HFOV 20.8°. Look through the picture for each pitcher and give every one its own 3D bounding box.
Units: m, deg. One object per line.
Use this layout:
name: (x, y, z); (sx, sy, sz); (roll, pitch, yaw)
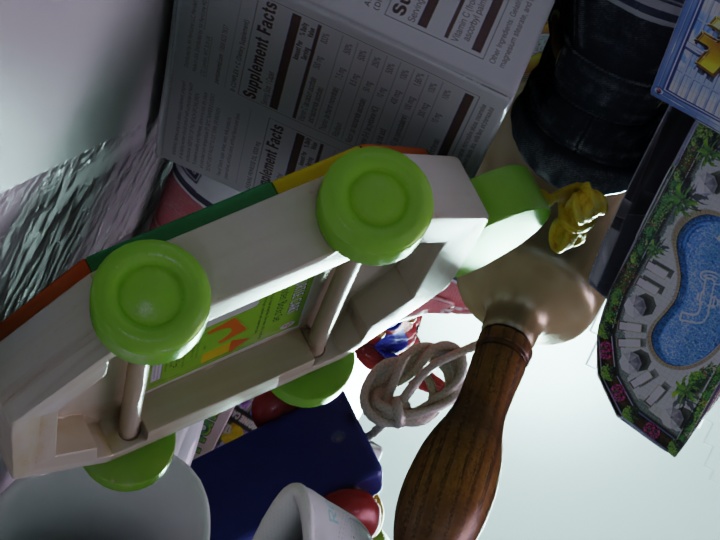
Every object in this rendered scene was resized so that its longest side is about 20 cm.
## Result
pitcher: (-0.102, 0.150, 0.757); (0.172, 0.121, 0.201); (-58, 164, -56)

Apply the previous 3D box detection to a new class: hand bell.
hand bell: (0.049, 0.035, 0.721); (0.104, 0.104, 0.201); (115, 1, -54)

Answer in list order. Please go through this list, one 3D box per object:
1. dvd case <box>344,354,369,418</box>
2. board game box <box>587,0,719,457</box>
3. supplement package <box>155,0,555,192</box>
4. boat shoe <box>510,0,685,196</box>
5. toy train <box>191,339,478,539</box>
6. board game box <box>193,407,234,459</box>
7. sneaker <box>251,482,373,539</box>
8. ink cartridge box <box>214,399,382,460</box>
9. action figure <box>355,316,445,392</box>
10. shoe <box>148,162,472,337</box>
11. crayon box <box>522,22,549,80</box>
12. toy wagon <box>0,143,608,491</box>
dvd case: (-0.019, 0.060, 1.147); (0.200, 0.025, 0.151); (-59, 162, -59)
board game box: (0.130, -0.050, 0.617); (0.201, 0.061, 0.200); (-64, 165, 17)
supplement package: (0.022, -0.129, 0.676); (0.156, 0.110, 0.201); (114, 1, -68)
boat shoe: (0.100, -0.095, 0.723); (0.091, 0.071, 0.200); (-66, 173, 24)
toy train: (-0.007, 0.105, 0.878); (0.085, 0.199, 0.116); (62, -4, 39)
board game box: (-0.093, 0.069, 0.955); (0.201, 0.034, 0.126); (-63, -168, 8)
sneaker: (-0.060, 0.158, 0.638); (0.200, 0.075, 0.089); (-57, 139, -25)
ink cartridge box: (-0.072, 0.162, 1.001); (0.201, 0.050, 0.109); (-62, 154, 3)
action figure: (0.039, 0.022, 1.076); (0.200, 0.098, 0.066); (81, 27, -72)
shoe: (0.000, 0.000, 0.844); (0.091, 0.199, 0.072); (-61, -150, 30)
crayon box: (0.092, -0.099, 1.099); (0.200, 0.172, 0.059); (-61, 146, -55)
toy wagon: (-0.018, 0.008, 0.601); (0.199, 0.040, 0.155); (-24, 166, -17)
